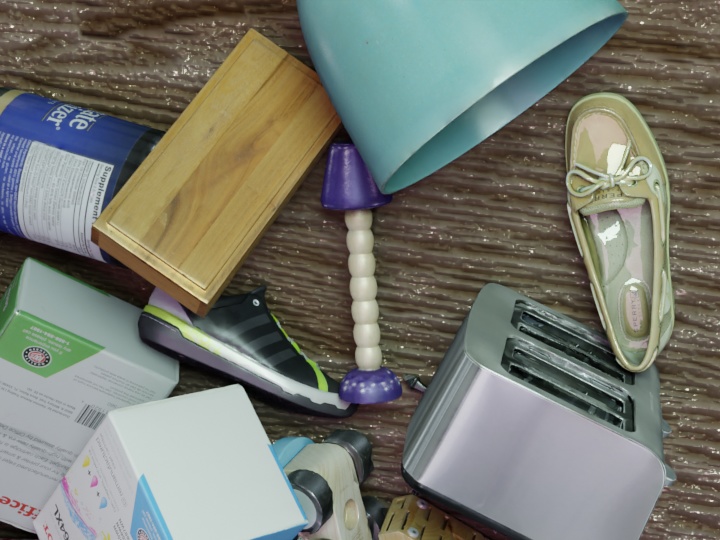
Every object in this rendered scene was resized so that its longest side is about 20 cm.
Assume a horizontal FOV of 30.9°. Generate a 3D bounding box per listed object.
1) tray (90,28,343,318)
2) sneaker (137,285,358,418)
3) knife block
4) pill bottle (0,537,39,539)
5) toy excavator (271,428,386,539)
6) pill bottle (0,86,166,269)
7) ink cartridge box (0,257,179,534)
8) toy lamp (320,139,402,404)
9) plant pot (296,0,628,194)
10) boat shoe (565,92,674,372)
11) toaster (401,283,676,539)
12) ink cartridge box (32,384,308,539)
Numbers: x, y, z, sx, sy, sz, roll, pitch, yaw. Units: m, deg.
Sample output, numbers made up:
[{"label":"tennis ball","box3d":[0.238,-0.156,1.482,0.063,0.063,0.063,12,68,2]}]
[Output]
[{"label":"tray","box3d":[-0.097,-0.075,0.953,0.098,0.200,0.037,34,158,0]},{"label":"sneaker","box3d":[-0.081,0.053,1.047,0.199,0.072,0.083,27,76,-14]},{"label":"knife block","box3d":[0.076,0.311,1.101,0.199,0.064,0.176,30,113,2]},{"label":"pill bottle","box3d":[-0.301,0.298,1.165,0.199,0.114,0.115,-1,109,15]},{"label":"toy excavator","box3d":[-0.079,0.235,1.110,0.199,0.100,0.195,-3,109,30]},{"label":"pill bottle","box3d":[-0.204,-0.065,1.015,0.199,0.112,0.112,16,112,8]},{"label":"ink cartridge box","box3d":[-0.263,0.111,1.082,0.146,0.084,0.200,28,116,-23]},{"label":"toy lamp","box3d":[0.000,0.000,1.009,0.058,0.058,0.201,0,101,14]},{"label":"plant pot","box3d":[0.051,-0.175,0.875,0.200,0.200,0.161,-37,84,22]},{"label":"boat shoe","box3d":[0.190,-0.028,0.951,0.073,0.063,0.202,-5,102,17]},{"label":"toaster","box3d":[0.127,0.112,0.960,0.199,0.181,0.119,26,110,3]},{"label":"ink cartridge box","box3d":[-0.159,0.204,1.029,0.200,0.125,0.129,-51,60,39]}]
